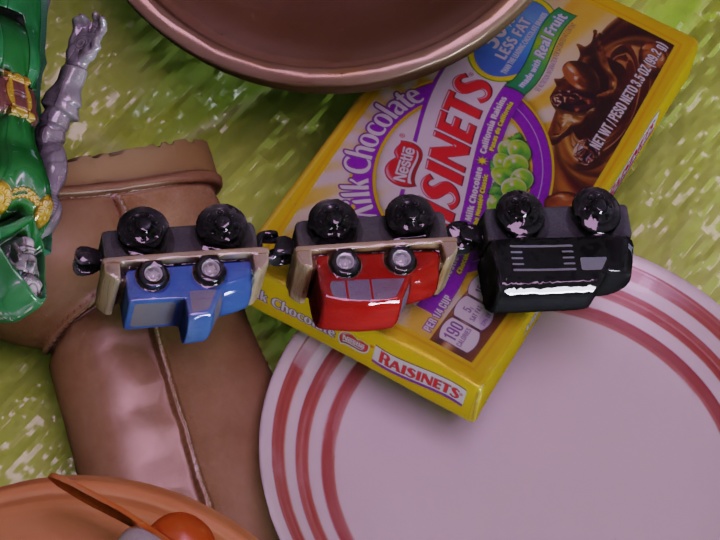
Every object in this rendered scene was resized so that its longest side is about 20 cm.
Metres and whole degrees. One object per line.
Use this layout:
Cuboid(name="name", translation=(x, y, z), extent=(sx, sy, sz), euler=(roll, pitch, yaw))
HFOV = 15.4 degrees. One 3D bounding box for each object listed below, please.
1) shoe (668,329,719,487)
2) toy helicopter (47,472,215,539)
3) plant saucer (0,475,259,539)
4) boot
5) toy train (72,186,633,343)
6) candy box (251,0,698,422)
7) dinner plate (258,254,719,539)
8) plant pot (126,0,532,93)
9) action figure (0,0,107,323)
Cuboid(name="shoe", translation=(0.159, 0.110, 0.985), extent=(0.053, 0.070, 0.201), euler=(-9, 72, -7))
Cuboid(name="toy helicopter", translation=(-0.047, 0.138, 0.841), extent=(0.199, 0.079, 0.133), euler=(10, 77, -5))
Cuboid(name="plant saucer", translation=(-0.097, 0.169, 0.886), extent=(0.199, 0.037, 0.201), euler=(0, 85, 4))
Cuboid(name="boot", translation=(-0.097, 0.061, 0.944), extent=(0.175, 0.066, 0.201), euler=(-13, 76, -19))
Cuboid(name="toy train", translation=(0.000, 0.000, 0.926), extent=(0.199, 0.034, 0.046), euler=(-3, 65, -12))
Cuboid(name="candy box", translation=(0.043, -0.040, 1.000), extent=(0.102, 0.026, 0.200), euler=(25, 53, 12))
Cuboid(name="dinner plate", translation=(0.063, 0.071, 0.950), extent=(0.199, 0.024, 0.201), euler=(3, 53, -3))
Cuboid(name="plant pot", translation=(-0.011, -0.163, 1.012), extent=(0.200, 0.093, 0.202), euler=(0, 86, 1))
Cuboid(name="action figure", translation=(-0.129, -0.078, 0.915), extent=(0.118, 0.055, 0.201), euler=(13, 66, -53))
